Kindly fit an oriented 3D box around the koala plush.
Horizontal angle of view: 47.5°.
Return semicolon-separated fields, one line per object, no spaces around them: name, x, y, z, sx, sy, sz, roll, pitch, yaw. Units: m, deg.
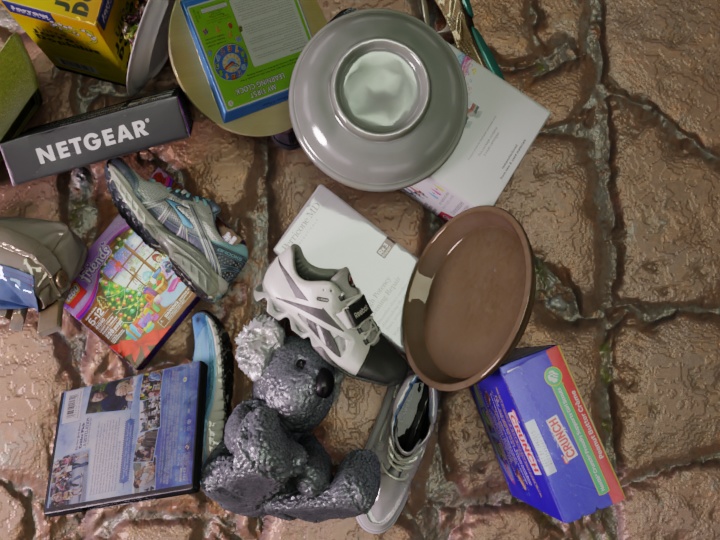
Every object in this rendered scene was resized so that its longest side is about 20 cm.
koala plush;-0.083;0.160;0.908;0.176;0.183;0.203;28;54;-31

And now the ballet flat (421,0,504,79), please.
ballet flat;0.122;-0.301;1.038;0.065;0.070;0.203;-24;82;21

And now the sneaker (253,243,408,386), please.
sneaker;-0.021;0.048;0.908;0.199;0.074;0.089;35;115;2

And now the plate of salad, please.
plate of salad;-0.234;-0.298;0.936;0.047;0.200;0.203;24;83;-9

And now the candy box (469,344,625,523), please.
candy box;0.194;0.174;0.913;0.076;0.200;0.172;-21;86;-6

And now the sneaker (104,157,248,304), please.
sneaker;-0.212;-0.059;0.946;0.086;0.078;0.200;-44;95;-19

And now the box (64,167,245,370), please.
box;-0.253;-0.002;0.984;0.136;0.039;0.201;38;83;2

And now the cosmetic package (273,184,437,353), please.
cosmetic package;0.000;0.000;0.984;0.199;0.074;0.102;36;82;0

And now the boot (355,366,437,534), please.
boot;0.039;0.210;0.951;0.072;0.096;0.204;15;83;-2

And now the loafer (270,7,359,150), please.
loafer;-0.046;-0.241;1.012;0.071;0.063;0.202;31;83;-1

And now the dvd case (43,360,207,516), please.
dvd case;-0.260;0.187;0.907;0.197;0.018;0.145;-14;59;19

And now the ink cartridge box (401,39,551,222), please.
ink cartridge box;0.092;-0.165;0.971;0.199;0.145;0.146;34;84;1

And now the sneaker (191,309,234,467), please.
sneaker;-0.197;0.147;0.954;0.088;0.078;0.204;3;83;0

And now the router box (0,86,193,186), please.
router box;-0.295;-0.158;0.941;0.197;0.149;0.052;-17;108;-5

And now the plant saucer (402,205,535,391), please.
plant saucer;0.116;0.031;0.869;0.029;0.199;0.204;19;82;-30

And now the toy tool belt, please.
toy tool belt;-0.410;0.007;0.913;0.196;0.125;0.125;4;68;11

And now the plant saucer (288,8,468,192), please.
plant saucer;0.020;-0.188;0.872;0.196;0.050;0.204;0;84;-2

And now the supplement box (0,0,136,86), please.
supplement box;-0.312;-0.303;0.933;0.108;0.200;0.111;14;83;-2

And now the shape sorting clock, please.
shape sorting clock;-0.123;-0.255;0.936;0.197;0.039;0.204;1;89;-27

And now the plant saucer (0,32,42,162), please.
plant saucer;-0.420;-0.156;0.922;0.048;0.200;0.201;34;83;-18
